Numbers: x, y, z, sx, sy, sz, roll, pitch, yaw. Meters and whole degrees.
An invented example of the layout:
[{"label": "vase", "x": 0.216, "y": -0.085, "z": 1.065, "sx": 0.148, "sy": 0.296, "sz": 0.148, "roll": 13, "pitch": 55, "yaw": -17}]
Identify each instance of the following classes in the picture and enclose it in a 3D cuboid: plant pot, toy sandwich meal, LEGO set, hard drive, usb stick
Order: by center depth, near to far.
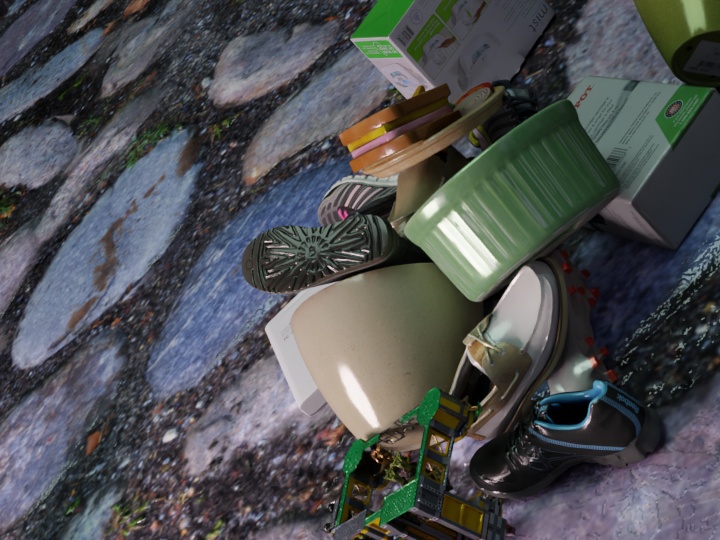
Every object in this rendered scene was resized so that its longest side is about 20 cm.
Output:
[{"label": "LEGO set", "x": 0.066, "y": 0.210, "z": 1.364, "sx": 0.200, "sy": 0.115, "sz": 0.154, "roll": -45, "pitch": 26, "yaw": 40}, {"label": "plant pot", "x": 0.362, "y": -0.298, "z": 1.543, "sx": 0.187, "sy": 0.187, "sz": 0.201, "roll": -25, "pitch": 51, "yaw": 36}, {"label": "toy sandwich meal", "x": 0.066, "y": -0.170, "z": 1.645, "sx": 0.204, "sy": 0.070, "sz": 0.205, "roll": -30, "pitch": 9, "yaw": 5}, {"label": "usb stick", "x": 0.061, "y": -0.082, "z": 1.703, "sx": 0.199, "sy": 0.033, "sz": 0.056, "roll": -26, "pitch": -17, "yaw": -32}, {"label": "hard drive", "x": -0.042, "y": 0.075, "z": 1.760, "sx": 0.132, "sy": 0.027, "sz": 0.200, "roll": -44, "pitch": 28, "yaw": 7}]

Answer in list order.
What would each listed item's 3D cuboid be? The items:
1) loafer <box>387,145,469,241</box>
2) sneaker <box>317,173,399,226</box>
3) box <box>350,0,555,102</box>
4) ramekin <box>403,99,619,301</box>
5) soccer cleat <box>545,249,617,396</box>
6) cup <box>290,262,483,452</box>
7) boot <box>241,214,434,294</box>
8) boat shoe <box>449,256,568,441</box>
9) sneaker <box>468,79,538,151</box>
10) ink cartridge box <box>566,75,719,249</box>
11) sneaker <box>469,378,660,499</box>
[{"label": "loafer", "x": 0.066, "y": -0.081, "z": 1.612, "sx": 0.076, "sy": 0.068, "sz": 0.200, "roll": -29, "pitch": 10, "yaw": 31}, {"label": "sneaker", "x": 0.011, "y": -0.066, "z": 1.811, "sx": 0.199, "sy": 0.074, "sz": 0.088, "roll": -6, "pitch": 42, "yaw": 44}, {"label": "box", "x": 0.120, "y": -0.307, "z": 1.854, "sx": 0.200, "sy": 0.176, "sz": 0.097, "roll": -56, "pitch": 30, "yaw": -14}, {"label": "ramekin", "x": 0.147, "y": -0.059, "z": 1.385, "sx": 0.200, "sy": 0.098, "sz": 0.200, "roll": -37, "pitch": -7, "yaw": -5}, {"label": "soccer cleat", "x": 0.192, "y": 0.056, "z": 1.426, "sx": 0.077, "sy": 0.069, "sz": 0.201, "roll": -37, "pitch": 33, "yaw": 25}, {"label": "cup", "x": 0.041, "y": 0.098, "z": 1.481, "sx": 0.200, "sy": 0.200, "sz": 0.144, "roll": -28, "pitch": 63, "yaw": 31}, {"label": "boot", "x": -0.001, "y": 0.002, "z": 1.511, "sx": 0.181, "sy": 0.200, "sz": 0.073, "roll": -7, "pitch": 78, "yaw": 23}, {"label": "boat shoe", "x": 0.133, "y": 0.079, "z": 1.369, "sx": 0.075, "sy": 0.068, "sz": 0.201, "roll": 54, "pitch": 137, "yaw": 48}, {"label": "sneaker", "x": 0.179, "y": -0.162, "z": 1.672, "sx": 0.200, "sy": 0.073, "sz": 0.081, "roll": -135, "pitch": 48, "yaw": -60}, {"label": "ink cartridge box", "x": 0.273, "y": -0.115, "z": 1.505, "sx": 0.147, "sy": 0.083, "sz": 0.200, "roll": -53, "pitch": 30, "yaw": -9}, {"label": "sneaker", "x": 0.169, "y": 0.145, "z": 1.329, "sx": 0.199, "sy": 0.082, "sz": 0.073, "roll": -26, "pitch": 37, "yaw": 36}]
